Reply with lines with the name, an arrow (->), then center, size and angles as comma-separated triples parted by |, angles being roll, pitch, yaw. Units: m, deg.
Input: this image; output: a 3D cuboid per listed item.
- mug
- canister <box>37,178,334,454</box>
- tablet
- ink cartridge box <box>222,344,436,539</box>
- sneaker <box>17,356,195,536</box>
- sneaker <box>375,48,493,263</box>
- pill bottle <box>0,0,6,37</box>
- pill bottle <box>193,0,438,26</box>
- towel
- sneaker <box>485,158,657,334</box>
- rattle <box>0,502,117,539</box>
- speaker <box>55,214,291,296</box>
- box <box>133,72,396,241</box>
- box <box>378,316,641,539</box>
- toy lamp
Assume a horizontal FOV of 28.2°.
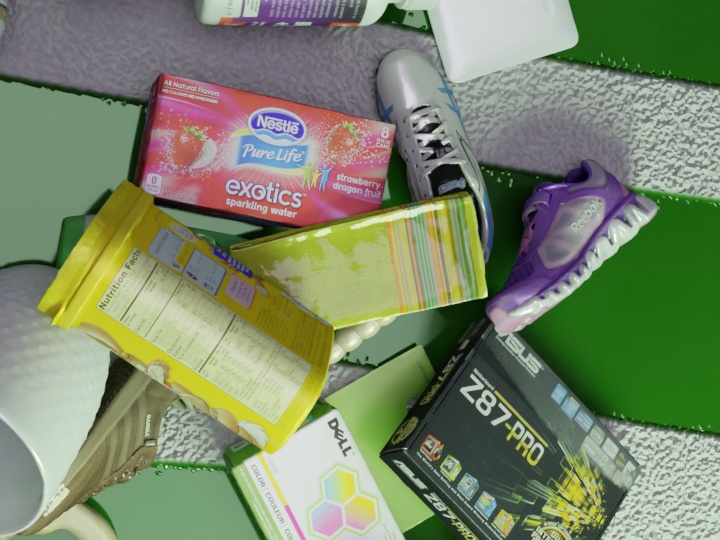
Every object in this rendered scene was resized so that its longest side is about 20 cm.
mug -> -0.279, 0.095, 1.075 | 0.147, 0.176, 0.200 | 41, 127, -14
canister -> -0.121, 0.034, 1.051 | 0.199, 0.149, 0.087 | 34, 107, -8
tablet -> 0.108, -0.277, 1.254 | 0.129, 0.014, 0.202 | -18, 95, -12
ink cartridge box -> 0.004, 0.173, 1.210 | 0.199, 0.076, 0.149 | -29, 98, -9
sneaker -> -0.198, 0.144, 1.137 | 0.076, 0.070, 0.200 | 53, 54, -23
sneaker -> 0.068, -0.095, 1.220 | 0.071, 0.072, 0.202 | -20, 95, -10
pill bottle -> -0.326, -0.282, 1.102 | 0.114, 0.116, 0.203 | 3, 90, -13
pill bottle -> -0.036, -0.257, 1.171 | 0.197, 0.111, 0.113 | -2, 92, -13
towel -> 0.000, 0.000, 1.135 | 0.198, 0.018, 0.087 | -13, 96, -4
sneaker -> 0.165, -0.026, 1.231 | 0.200, 0.080, 0.089 | -40, 90, -30
rattle -> -0.262, 0.213, 1.123 | 0.129, 0.143, 0.203 | -8, 100, 6
speaker -> -0.148, 0.009, 1.167 | 0.198, 0.088, 0.090 | 10, 89, -13
box -> -0.081, -0.089, 1.173 | 0.198, 0.095, 0.101 | 12, 88, -13
box -> 0.131, 0.165, 1.226 | 0.200, 0.049, 0.162 | 47, 58, -12
toy lamp -> 0.014, 0.036, 1.188 | 0.199, 0.058, 0.058 | -36, 99, 10
